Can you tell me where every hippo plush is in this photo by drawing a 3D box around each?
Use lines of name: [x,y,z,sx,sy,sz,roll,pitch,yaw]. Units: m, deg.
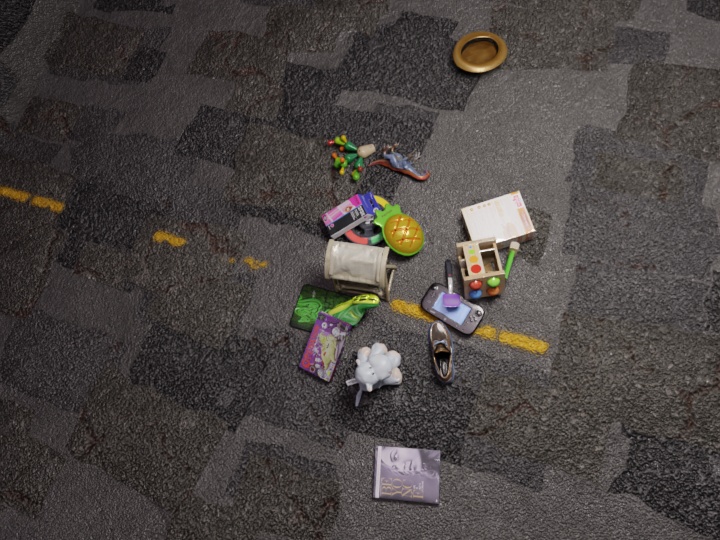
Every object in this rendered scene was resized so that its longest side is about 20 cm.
hippo plush: [0.028,0.301,1.642,0.199,0.161,0.160,-27,68,3]

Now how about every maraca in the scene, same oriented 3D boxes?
maraca: [0.131,-0.139,1.791,0.137,0.107,0.200,-36,81,-21]

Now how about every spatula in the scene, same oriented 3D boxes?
spatula: [0.292,0.040,1.718,0.056,0.021,0.201,1,53,3]

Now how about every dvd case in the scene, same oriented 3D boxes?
dvd case: [0.139,0.612,1.588,0.199,0.016,0.149,0,72,13]

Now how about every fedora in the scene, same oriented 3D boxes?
fedora: [0.443,-0.795,1.969,0.199,0.082,0.202,-3,69,7]

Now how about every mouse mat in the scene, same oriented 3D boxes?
mouse mat: [-0.134,0.141,1.819,0.199,0.008,0.162,14,75,18]

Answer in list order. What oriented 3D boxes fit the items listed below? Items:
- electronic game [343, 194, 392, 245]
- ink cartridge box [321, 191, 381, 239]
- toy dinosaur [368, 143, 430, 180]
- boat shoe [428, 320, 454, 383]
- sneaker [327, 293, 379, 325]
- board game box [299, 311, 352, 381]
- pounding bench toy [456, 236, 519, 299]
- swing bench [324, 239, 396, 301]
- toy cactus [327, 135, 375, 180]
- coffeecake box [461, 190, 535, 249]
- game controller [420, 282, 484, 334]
electronic game: [0.027,-0.179,1.873,0.199,0.042,0.201,-4,71,11]
ink cartridge box: [-0.034,-0.200,1.863,0.199,0.037,0.095,-30,63,7]
toy dinosaur: [0.160,-0.379,1.915,0.200,0.105,0.182,-41,77,37]
boat shoe: [0.258,0.249,1.655,0.072,0.072,0.201,-14,69,8]
sneaker: [-0.014,0.134,1.738,0.199,0.074,0.084,-23,100,32]
board game box: [-0.115,0.248,1.734,0.120,0.032,0.201,22,97,23]
pounding bench toy: [0.415,-0.005,1.661,0.199,0.124,0.157,-10,57,7]
swing bench: [0.000,0.000,1.731,0.198,0.200,0.130,9,74,15]
toy cactus: [-0.027,-0.432,1.955,0.164,0.102,0.200,-24,59,-6]
coffeecake box: [0.452,-0.154,1.748,0.199,0.073,0.154,-17,68,7]
game controller: [0.295,0.123,1.704,0.200,0.042,0.105,30,75,21]
